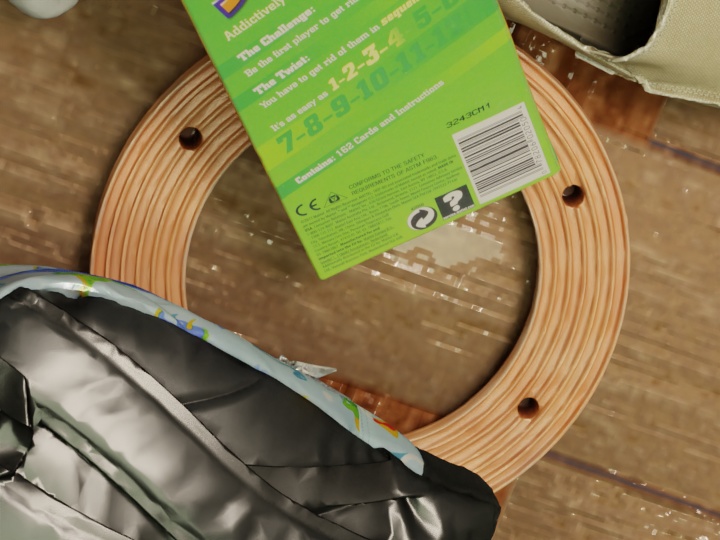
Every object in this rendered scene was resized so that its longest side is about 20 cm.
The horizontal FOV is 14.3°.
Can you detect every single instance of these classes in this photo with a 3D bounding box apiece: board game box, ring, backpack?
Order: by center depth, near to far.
[{"bbox_3d":[-0.003,-0.083,0.956,0.095,0.030,0.200,-24,139,1],"label":"board game box"},{"bbox_3d":[-0.082,0.083,0.986,0.200,0.154,0.163,33,87,-33],"label":"backpack"},{"bbox_3d":[0.000,0.000,1.052,0.200,0.019,0.201,-3,107,-8],"label":"ring"}]

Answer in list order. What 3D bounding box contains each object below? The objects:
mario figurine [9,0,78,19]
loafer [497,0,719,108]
[{"bbox_3d":[-0.110,-0.167,0.969,0.200,0.123,0.106,33,56,-9],"label":"mario figurine"},{"bbox_3d":[0.108,-0.096,1.016,0.200,0.068,0.076,13,103,-13],"label":"loafer"}]
